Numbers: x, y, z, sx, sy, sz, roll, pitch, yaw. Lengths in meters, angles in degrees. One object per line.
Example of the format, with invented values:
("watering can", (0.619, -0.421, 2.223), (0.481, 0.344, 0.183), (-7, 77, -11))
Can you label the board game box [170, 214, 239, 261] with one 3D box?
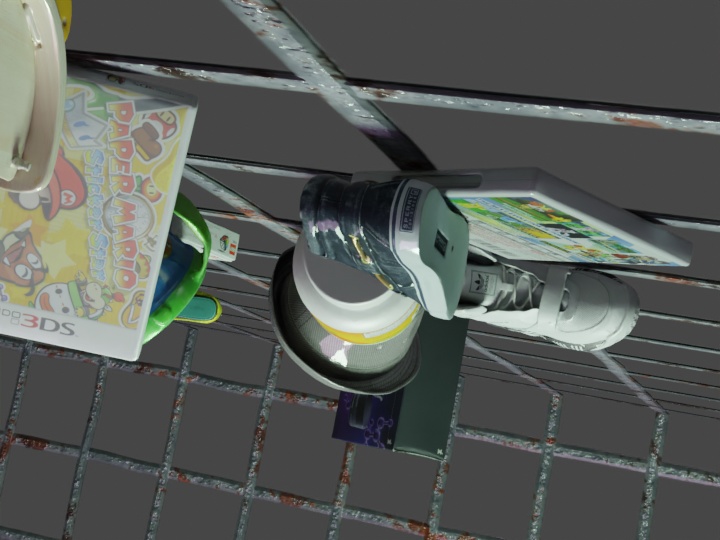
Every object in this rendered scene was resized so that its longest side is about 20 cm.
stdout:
("board game box", (-0.248, -0.048, 1.387), (0.198, 0.035, 0.126), (7, 171, 29))

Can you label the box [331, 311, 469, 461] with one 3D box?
("box", (0.048, 0.108, 1.467), (0.078, 0.203, 0.140), (16, 171, -33))

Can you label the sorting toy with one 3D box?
("sorting toy", (-0.250, -0.128, 0.593), (0.178, 0.108, 0.200), (17, 175, 13))

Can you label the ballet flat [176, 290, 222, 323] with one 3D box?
("ballet flat", (-0.336, 0.053, 2.194), (0.197, 0.068, 0.067), (10, -174, 1))

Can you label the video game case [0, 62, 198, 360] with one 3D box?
("video game case", (-0.216, -0.043, 0.838), (0.180, 0.202, 0.023), (12, -153, -11))

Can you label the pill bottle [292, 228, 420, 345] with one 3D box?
("pill bottle", (0.000, 0.000, 1.076), (0.109, 0.113, 0.200), (11, 172, 4))

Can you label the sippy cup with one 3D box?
("sippy cup", (-0.241, -0.011, 1.234), (0.131, 0.178, 0.139), (49, 168, -24))

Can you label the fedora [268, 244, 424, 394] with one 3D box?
("fedora", (0.005, 0.029, 1.254), (0.198, 0.179, 0.090), (-3, 151, -42))

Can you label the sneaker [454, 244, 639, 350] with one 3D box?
("sneaker", (0.150, 0.024, 1.163), (0.198, 0.076, 0.114), (9, 176, 44))

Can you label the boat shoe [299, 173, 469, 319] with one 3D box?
("boat shoe", (0.022, -0.022, 0.917), (0.090, 0.072, 0.200), (11, 165, 17))

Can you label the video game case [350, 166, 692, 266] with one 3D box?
("video game case", (0.121, -0.039, 0.952), (0.199, 0.022, 0.181), (19, 169, -42))
